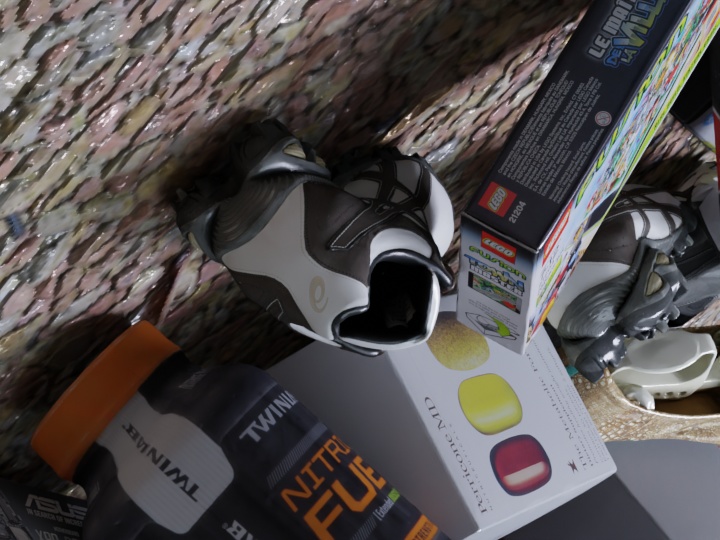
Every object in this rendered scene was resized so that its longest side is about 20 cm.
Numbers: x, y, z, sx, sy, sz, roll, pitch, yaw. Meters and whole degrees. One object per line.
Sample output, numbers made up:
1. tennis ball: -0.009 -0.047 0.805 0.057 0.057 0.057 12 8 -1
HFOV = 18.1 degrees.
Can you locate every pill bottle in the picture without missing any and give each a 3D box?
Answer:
1. pill bottle: -0.040 0.111 0.923 0.106 0.200 0.106 -48 177 -3

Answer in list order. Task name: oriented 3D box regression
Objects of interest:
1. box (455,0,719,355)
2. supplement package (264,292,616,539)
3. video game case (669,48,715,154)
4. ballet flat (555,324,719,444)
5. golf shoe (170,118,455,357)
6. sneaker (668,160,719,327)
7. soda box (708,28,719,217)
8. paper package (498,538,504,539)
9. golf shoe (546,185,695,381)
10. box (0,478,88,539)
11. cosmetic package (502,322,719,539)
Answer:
1. box: 0.103 -0.072 0.933 0.200 0.035 0.110 -58 167 -18
2. supplement package: 0.024 0.084 1.070 0.109 0.114 0.200 -31 172 22
3. video game case: 0.255 -0.137 1.200 0.200 0.026 0.181 -43 161 10
4. ballet flat: 0.183 0.057 1.205 0.199 0.071 0.065 -5 152 -35
5. golf shoe: 0.000 0.000 0.926 0.078 0.095 0.200 -47 162 18
6. sneaker: 0.178 -0.011 1.257 0.090 0.067 0.200 -31 -179 10
7. soda box: 0.215 -0.059 1.092 0.063 0.071 0.201 -28 125 -29
8. paper package: 0.046 0.201 1.318 0.200 0.191 0.104 -30 160 -29
9. golf shoe: 0.109 -0.022 1.102 0.078 0.094 0.200 -44 -174 12
10. box: -0.148 0.171 0.992 0.200 0.050 0.158 20 120 -43
11. cosmetic package: 0.128 0.111 1.249 0.090 0.200 0.107 -22 155 -41
